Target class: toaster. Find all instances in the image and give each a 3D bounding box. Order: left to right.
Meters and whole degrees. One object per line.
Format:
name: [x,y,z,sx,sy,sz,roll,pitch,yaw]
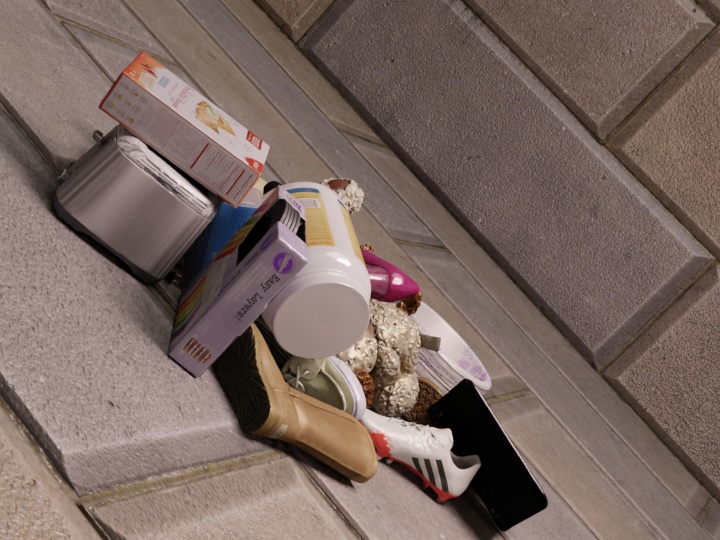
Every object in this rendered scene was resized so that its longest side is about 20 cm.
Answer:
toaster: [-0.259,-0.080,1.547,0.200,0.129,0.114,40,14,-22]

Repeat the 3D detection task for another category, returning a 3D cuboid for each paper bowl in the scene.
paper bowl: [0.105,0.144,2.040,0.200,0.104,0.201,41,13,-11]

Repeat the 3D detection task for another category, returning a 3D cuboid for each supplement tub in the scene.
supplement tub: [-0.066,-0.001,1.635,0.144,0.144,0.201,35,23,-34]

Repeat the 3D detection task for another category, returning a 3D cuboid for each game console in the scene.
game console: [0.195,0.245,1.798,0.201,0.116,0.175,58,27,10]

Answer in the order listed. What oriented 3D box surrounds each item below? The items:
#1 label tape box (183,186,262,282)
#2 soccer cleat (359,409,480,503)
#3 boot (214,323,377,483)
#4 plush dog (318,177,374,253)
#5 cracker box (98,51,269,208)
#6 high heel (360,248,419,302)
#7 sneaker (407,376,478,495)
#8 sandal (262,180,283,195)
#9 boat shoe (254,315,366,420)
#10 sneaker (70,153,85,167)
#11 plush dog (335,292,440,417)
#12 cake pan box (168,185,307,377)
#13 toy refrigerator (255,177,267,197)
label tape box: [-0.187,-0.070,1.686,0.065,0.145,0.201,8,28,-19]
soccer cleat: [0.076,0.230,1.721,0.200,0.085,0.069,40,13,-22]
boot: [-0.077,0.156,1.537,0.199,0.066,0.176,31,31,-45]
plush dog: [-0.070,-0.020,1.936,0.173,0.198,0.161,-109,-177,-46]
cracker box: [-0.206,-0.171,1.552,0.199,0.058,0.134,37,16,-12]
high heel: [0.000,0.000,1.775,0.095,0.068,0.200,12,15,-27]
sneaker: [0.138,0.243,1.930,0.201,0.067,0.090,52,13,6]
sandal: [-0.094,-0.065,1.787,0.075,0.048,0.201,48,-18,27]
boat shoe: [-0.077,0.125,1.650,0.200,0.072,0.062,42,29,22]
sneaker: [-0.314,-0.151,1.690,0.074,0.087,0.200,42,13,-5]
plush dog: [-0.002,0.100,1.777,0.171,0.161,0.200,-15,58,-49]
cake pan box: [-0.136,0.007,1.498,0.052,0.200,0.185,39,16,-19]
toy refrigerator: [-0.178,-0.108,2.013,0.199,0.076,0.070,37,15,-30]
